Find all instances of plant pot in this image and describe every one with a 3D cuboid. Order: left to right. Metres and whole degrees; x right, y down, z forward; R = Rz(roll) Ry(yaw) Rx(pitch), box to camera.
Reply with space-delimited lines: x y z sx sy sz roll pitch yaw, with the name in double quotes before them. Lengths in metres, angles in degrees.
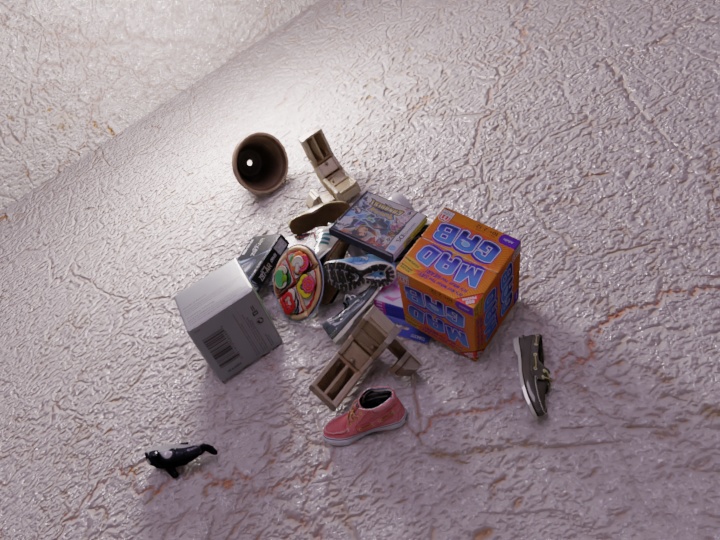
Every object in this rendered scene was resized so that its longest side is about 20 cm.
"plant pot" -0.364 -0.371 2.353 0.199 0.203 0.174 -39 23 -15

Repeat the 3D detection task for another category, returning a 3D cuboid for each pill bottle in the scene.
"pill bottle" 0.053 -0.114 1.868 0.199 0.115 0.113 -42 41 -18

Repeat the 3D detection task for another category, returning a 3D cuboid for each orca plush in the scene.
"orca plush" -0.424 0.447 1.600 0.194 0.073 0.105 -11 -4 13

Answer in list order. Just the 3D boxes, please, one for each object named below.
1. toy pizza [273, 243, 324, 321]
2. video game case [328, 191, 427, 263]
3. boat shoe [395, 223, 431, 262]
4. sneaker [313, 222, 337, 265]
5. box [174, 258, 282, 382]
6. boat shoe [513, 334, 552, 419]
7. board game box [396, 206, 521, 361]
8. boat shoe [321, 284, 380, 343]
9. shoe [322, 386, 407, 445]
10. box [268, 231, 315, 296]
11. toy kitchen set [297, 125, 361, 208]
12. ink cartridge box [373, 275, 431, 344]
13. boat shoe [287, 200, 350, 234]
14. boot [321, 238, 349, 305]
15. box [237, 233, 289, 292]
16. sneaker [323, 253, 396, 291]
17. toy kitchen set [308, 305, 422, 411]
"toy pizza" -0.171 0.032 1.809 0.196 0.031 0.207 -2 87 43
"video game case" 0.047 -0.117 1.761 0.196 0.026 0.181 25 51 25
"boat shoe" 0.129 -0.064 1.782 0.193 0.076 0.066 -14 29 -6
"sneaker" -0.104 -0.066 1.881 0.092 0.072 0.200 23 45 19
"box" -0.342 0.127 1.769 0.197 0.202 0.171 -32 38 -9
"boat shoe" 0.353 0.207 1.377 0.059 0.073 0.204 -19 36 17
"board game box" 0.221 0.029 1.511 0.197 0.203 0.201 26 61 29
"boat shoe" -0.020 0.088 1.712 0.061 0.073 0.201 40 69 2
"shoe" -0.003 0.307 1.461 0.195 0.092 0.073 -17 39 13
"box" -0.164 -0.023 1.947 0.153 0.050 0.203 -10 42 22
"toy kitchen set" -0.130 -0.306 2.129 0.161 0.183 0.200 -33 35 -6
"ink cartridge box" 0.133 0.071 1.679 0.193 0.044 0.201 13 53 38
"boat shoe" -0.125 -0.166 2.048 0.194 0.075 0.063 -16 22 -13
"boot" -0.063 -0.003 1.797 0.075 0.073 0.203 34 106 20
"box" -0.310 -0.013 1.984 0.158 0.044 0.203 -1 51 49
"sneaker" 0.000 0.000 1.736 0.194 0.081 0.090 2 23 14
"toy kitchen set" 0.016 0.222 1.495 0.162 0.201 0.181 41 64 5
